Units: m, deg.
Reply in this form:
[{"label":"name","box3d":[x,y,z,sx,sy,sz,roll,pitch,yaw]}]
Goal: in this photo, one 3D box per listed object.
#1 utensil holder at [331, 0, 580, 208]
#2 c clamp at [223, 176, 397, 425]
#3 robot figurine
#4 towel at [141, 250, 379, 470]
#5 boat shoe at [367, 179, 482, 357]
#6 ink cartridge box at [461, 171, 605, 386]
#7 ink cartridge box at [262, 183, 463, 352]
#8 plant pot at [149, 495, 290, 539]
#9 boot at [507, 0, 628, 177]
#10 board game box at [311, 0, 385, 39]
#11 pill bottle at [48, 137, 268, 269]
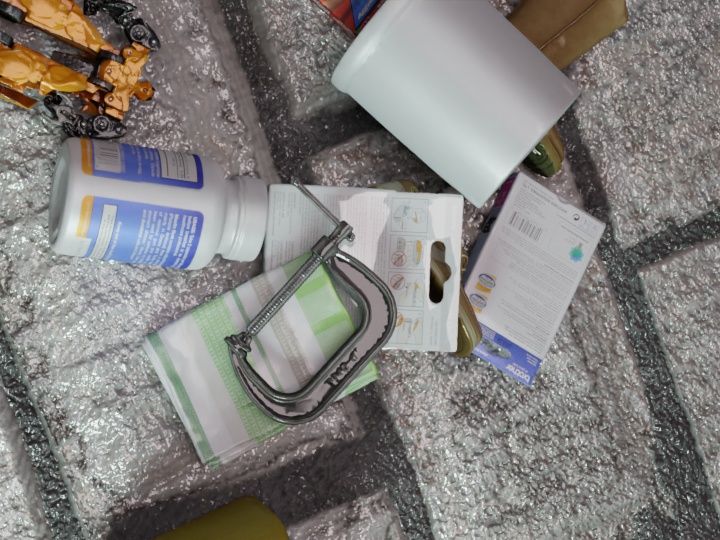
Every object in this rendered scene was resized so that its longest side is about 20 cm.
[{"label":"utensil holder","box3d":[0.099,-0.188,1.631,0.200,0.170,0.170,41,74,2]},{"label":"c clamp","box3d":[-0.058,0.040,1.583,0.170,0.027,0.201,37,85,-2]},{"label":"robot figurine","box3d":[-0.293,-0.211,1.570,0.198,0.058,0.146,25,79,-17]},{"label":"towel","box3d":[-0.099,0.087,1.599,0.199,0.031,0.150,-28,88,0]},{"label":"boat shoe","box3d":[0.076,-0.009,1.675,0.066,0.074,0.201,-26,83,-32]},{"label":"ink cartridge box","box3d":[0.171,0.010,1.741,0.119,0.042,0.201,30,75,-15]},{"label":"ink cartridge box","box3d":[0.000,0.000,1.638,0.197,0.057,0.165,3,86,-3]},{"label":"plant pot","box3d":[-0.125,0.344,1.527,0.194,0.200,0.196,-21,94,-21]},{"label":"boot","box3d":[0.222,-0.227,1.760,0.200,0.066,0.176,-40,101,-19]},{"label":"board game box","box3d":[0.015,-0.354,1.713,0.103,0.019,0.201,39,75,-13]},{"label":"pill bottle","box3d":[-0.195,-0.060,1.570,0.198,0.112,0.113,8,84,-20]}]
